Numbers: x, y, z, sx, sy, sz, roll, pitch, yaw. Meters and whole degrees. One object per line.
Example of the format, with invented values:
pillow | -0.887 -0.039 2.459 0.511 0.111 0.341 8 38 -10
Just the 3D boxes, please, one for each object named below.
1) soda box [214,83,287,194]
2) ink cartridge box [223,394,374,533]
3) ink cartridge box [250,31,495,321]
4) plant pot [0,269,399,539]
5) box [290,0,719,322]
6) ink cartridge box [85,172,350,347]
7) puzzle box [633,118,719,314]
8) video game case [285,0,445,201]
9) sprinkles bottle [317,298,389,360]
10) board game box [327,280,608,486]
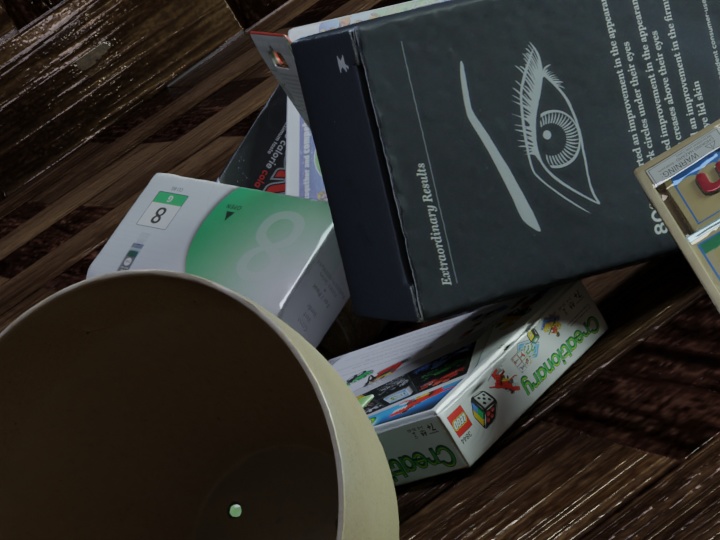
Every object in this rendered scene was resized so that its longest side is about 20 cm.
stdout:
soda box | -0.073 -0.009 1.643 0.200 0.071 0.063 -59 -2 -14
ink cartridge box | -0.067 0.126 1.298 0.200 0.059 0.104 -18 19 51
ink cartridge box | 0.022 -0.058 1.468 0.050 0.200 0.109 -35 12 -7
plant pot | -0.063 0.110 1.114 0.200 0.200 0.134 -29 -23 20
box | 0.084 -0.069 1.342 0.200 0.148 0.104 -14 5 -17
ink cartridge box | -0.103 0.041 1.514 0.161 0.050 0.200 11 58 43
puzzle box | 0.230 -0.054 1.207 0.200 0.025 0.133 -32 36 5
video game case | 0.050 -0.096 1.573 0.200 0.018 0.143 -11 64 22
sprinkles bottle | 0.000 0.000 1.624 0.068 0.068 0.200 -26 14 32
board game box | 0.017 0.070 1.370 0.200 0.035 0.126 -20 16 49
